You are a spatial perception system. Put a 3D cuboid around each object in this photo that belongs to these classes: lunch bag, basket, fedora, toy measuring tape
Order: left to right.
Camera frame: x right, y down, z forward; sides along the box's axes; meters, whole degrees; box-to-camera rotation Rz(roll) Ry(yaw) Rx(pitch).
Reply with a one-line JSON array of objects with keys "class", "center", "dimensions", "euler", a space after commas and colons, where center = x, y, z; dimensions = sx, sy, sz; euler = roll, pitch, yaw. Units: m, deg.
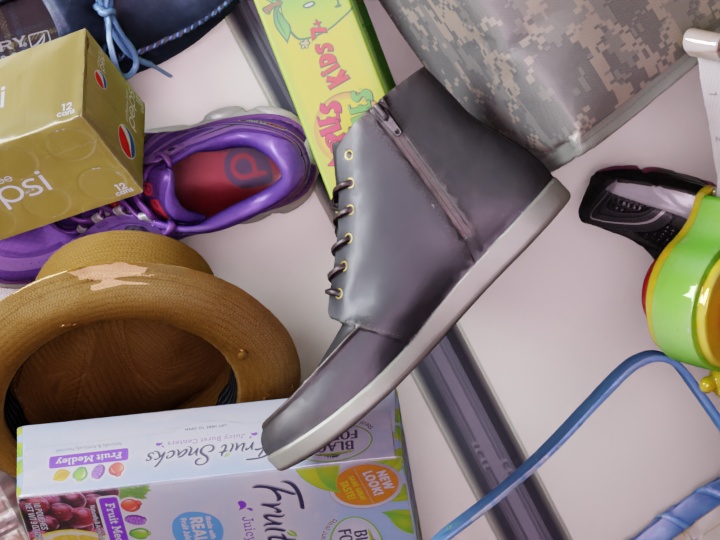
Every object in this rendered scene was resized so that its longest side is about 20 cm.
[{"class": "fedora", "center": [-0.126, 0.040, 1.518], "dimensions": [0.200, 0.082, 0.201], "euler": [-2, 140, -2]}, {"class": "lunch bag", "center": [0.119, -0.166, 1.483], "dimensions": [0.200, 0.118, 0.164], "euler": [-37, 93, -22]}, {"class": "basket", "center": [0.153, 0.163, 1.508], "dimensions": [0.176, 0.139, 0.200], "euler": [-43, 101, 1]}, {"class": "toy measuring tape", "center": [0.170, -0.018, 1.438], "dimensions": [0.073, 0.074, 0.200], "euler": [-9, 117, 4]}]

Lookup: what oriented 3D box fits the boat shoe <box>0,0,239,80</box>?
[{"class": "boat shoe", "center": [-0.152, -0.124, 1.530], "dimensions": [0.200, 0.069, 0.084], "euler": [-26, 94, 6]}]

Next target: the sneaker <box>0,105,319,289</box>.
[{"class": "sneaker", "center": [-0.121, -0.043, 1.531], "dimensions": [0.200, 0.083, 0.081], "euler": [-17, 95, 6]}]

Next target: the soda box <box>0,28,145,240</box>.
[{"class": "soda box", "center": [-0.214, -0.054, 1.511], "dimensions": [0.200, 0.064, 0.068], "euler": [-18, 137, 18]}]

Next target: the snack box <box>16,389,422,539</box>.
[{"class": "snack box", "center": [-0.071, 0.133, 1.524], "dimensions": [0.200, 0.053, 0.142], "euler": [-6, 139, 3]}]

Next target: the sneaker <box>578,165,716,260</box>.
[{"class": "sneaker", "center": [0.205, 0.011, 1.520], "dimensions": [0.200, 0.080, 0.086], "euler": [23, 98, 2]}]

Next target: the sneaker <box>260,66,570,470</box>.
[{"class": "sneaker", "center": [0.000, 0.000, 1.437], "dimensions": [0.106, 0.075, 0.200], "euler": [43, 89, 2]}]

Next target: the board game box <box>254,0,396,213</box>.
[{"class": "board game box", "center": [-0.007, -0.091, 1.509], "dimensions": [0.048, 0.102, 0.200], "euler": [-21, 95, 5]}]
